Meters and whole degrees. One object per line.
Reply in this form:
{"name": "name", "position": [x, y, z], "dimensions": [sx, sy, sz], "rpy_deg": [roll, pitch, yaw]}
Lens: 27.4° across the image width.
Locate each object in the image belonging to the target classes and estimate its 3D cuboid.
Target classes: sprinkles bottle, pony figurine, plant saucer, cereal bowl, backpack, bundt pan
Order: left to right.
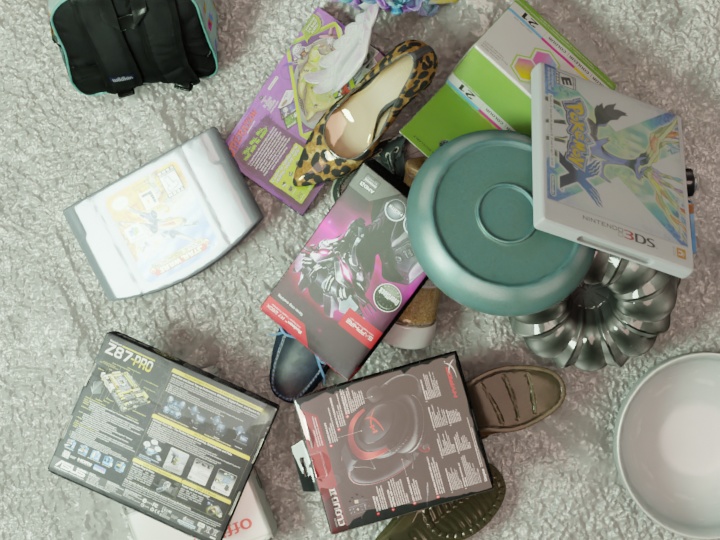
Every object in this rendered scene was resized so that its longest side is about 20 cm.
{"name": "backpack", "position": [-0.241, -0.287, 1.551], "dimensions": [0.174, 0.200, 0.155], "rpy_deg": [-4, 75, 3]}
{"name": "pony figurine", "position": [0.013, -0.298, 1.556], "dimensions": [0.199, 0.193, 0.168], "rpy_deg": [-17, 81, -34]}
{"name": "sprinkles bottle", "position": [0.063, -0.018, 1.587], "dimensions": [0.068, 0.068, 0.202], "rpy_deg": [11, 111, 0]}
{"name": "plant saucer", "position": [0.145, -0.054, 1.481], "dimensions": [0.198, 0.027, 0.202], "rpy_deg": [2, 72, -7]}
{"name": "bundt pan", "position": [0.244, 0.026, 1.566], "dimensions": [0.200, 0.076, 0.203], "rpy_deg": [2, 123, 3]}
{"name": "cereal bowl", "position": [0.370, 0.187, 1.611], "dimensions": [0.198, 0.083, 0.202], "rpy_deg": [0, 91, 0]}

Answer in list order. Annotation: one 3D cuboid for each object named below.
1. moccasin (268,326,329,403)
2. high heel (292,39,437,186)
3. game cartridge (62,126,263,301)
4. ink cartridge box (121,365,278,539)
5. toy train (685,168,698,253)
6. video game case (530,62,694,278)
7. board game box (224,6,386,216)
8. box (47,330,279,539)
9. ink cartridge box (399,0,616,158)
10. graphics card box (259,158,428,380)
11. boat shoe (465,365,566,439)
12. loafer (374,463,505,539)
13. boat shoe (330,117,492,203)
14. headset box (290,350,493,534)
{"name": "moccasin", "position": [-0.051, 0.051, 1.620], "dimensions": [0.080, 0.068, 0.201], "rpy_deg": [21, 93, 0]}
{"name": "high heel", "position": [-0.002, -0.165, 1.550], "dimensions": [0.200, 0.143, 0.071], "rpy_deg": [-42, 85, -1]}
{"name": "game cartridge", "position": [-0.214, -0.053, 1.623], "dimensions": [0.199, 0.042, 0.134], "rpy_deg": [-28, 88, 10]}
{"name": "ink cartridge box", "position": [-0.191, 0.223, 1.618], "dimensions": [0.145, 0.085, 0.201], "rpy_deg": [-21, 89, 1]}
{"name": "toy train", "position": [0.270, -0.062, 1.608], "dimensions": [0.198, 0.087, 0.115], "rpy_deg": [-6, 97, 1]}
{"name": "video game case", "position": [0.256, -0.104, 1.506], "dimensions": [0.181, 0.022, 0.201], "rpy_deg": [17, 54, -20]}
{"name": "board game box", "position": [-0.056, -0.176, 1.636], "dimensions": [0.120, 0.032, 0.201], "rpy_deg": [35, 91, -4]}
{"name": "box", "position": [-0.206, 0.176, 1.553], "dimensions": [0.199, 0.049, 0.162], "rpy_deg": [23, 92, 1]}
{"name": "ink cartridge box", "position": [0.158, -0.171, 1.558], "dimensions": [0.148, 0.076, 0.200], "rpy_deg": [42, 52, 0]}
{"name": "graphics card box", "position": [0.000, 0.000, 1.537], "dimensions": [0.125, 0.051, 0.200], "rpy_deg": [39, 106, 6]}
{"name": "boat shoe", "position": [0.127, 0.151, 1.622], "dimensions": [0.198, 0.068, 0.073], "rpy_deg": [-17, 86, 4]}
{"name": "loafer", "position": [0.072, 0.280, 1.628], "dimensions": [0.199, 0.067, 0.076], "rpy_deg": [-34, 94, -14]}
{"name": "boat shoe", "position": [0.059, -0.118, 1.616], "dimensions": [0.198, 0.066, 0.075], "rpy_deg": [-19, 92, 1]}
{"name": "headset box", "position": [0.026, 0.183, 1.556], "dimensions": [0.198, 0.075, 0.150], "rpy_deg": [-17, 87, 4]}
